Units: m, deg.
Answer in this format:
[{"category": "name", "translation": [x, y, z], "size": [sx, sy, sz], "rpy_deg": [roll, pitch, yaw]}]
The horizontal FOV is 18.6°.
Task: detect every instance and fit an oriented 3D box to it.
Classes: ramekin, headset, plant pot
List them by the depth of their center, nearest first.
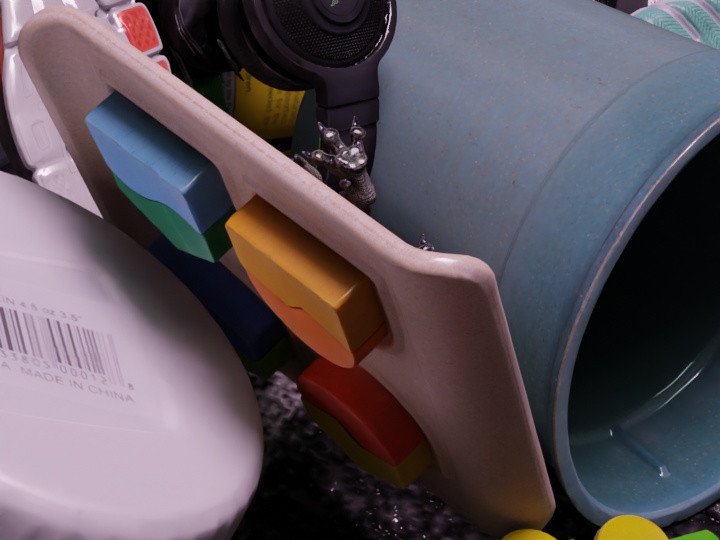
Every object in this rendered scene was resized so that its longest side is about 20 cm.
[{"category": "ramekin", "translation": [-0.129, 0.053, 0.750], "size": [0.200, 0.098, 0.201], "rpy_deg": [28, 29, -17]}, {"category": "headset", "translation": [-0.051, -0.108, 0.874], "size": [0.094, 0.201, 0.123], "rpy_deg": [-15, 21, -34]}, {"category": "plant pot", "translation": [0.086, -0.029, 0.914], "size": [0.200, 0.201, 0.196], "rpy_deg": [-19, 40, -36]}]

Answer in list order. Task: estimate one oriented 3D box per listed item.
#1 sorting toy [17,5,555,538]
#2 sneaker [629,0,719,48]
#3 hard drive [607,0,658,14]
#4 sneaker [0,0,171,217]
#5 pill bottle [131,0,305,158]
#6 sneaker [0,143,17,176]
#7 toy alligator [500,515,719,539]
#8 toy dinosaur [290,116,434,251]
[{"category": "sorting toy", "translation": [-0.028, 0.009, 0.773], "size": [0.200, 0.185, 0.036], "rpy_deg": [31, 69, 29]}, {"category": "sneaker", "translation": [0.164, -0.104, 1.082], "size": [0.200, 0.087, 0.075], "rpy_deg": [-38, 93, -25]}, {"category": "hard drive", "translation": [0.198, -0.111, 1.167], "size": [0.139, 0.038, 0.200], "rpy_deg": [13, 36, -1]}, {"category": "sneaker", "translation": [-0.139, -0.097, 0.901], "size": [0.077, 0.082, 0.201], "rpy_deg": [-14, 80, -37]}, {"category": "pill bottle", "translation": [-0.042, -0.107, 1.025], "size": [0.199, 0.115, 0.114], "rpy_deg": [-10, 43, -27]}, {"category": "sneaker", "translation": [-0.209, -0.048, 0.927], "size": [0.199, 0.075, 0.115], "rpy_deg": [-14, 43, -36]}, {"category": "toy alligator", "translation": [0.103, 0.127, 0.813], "size": [0.199, 0.059, 0.054], "rpy_deg": [-4, 54, -22]}, {"category": "toy dinosaur", "translation": [0.000, 0.000, 0.828], "size": [0.200, 0.088, 0.047], "rpy_deg": [41, 61, 16]}]
